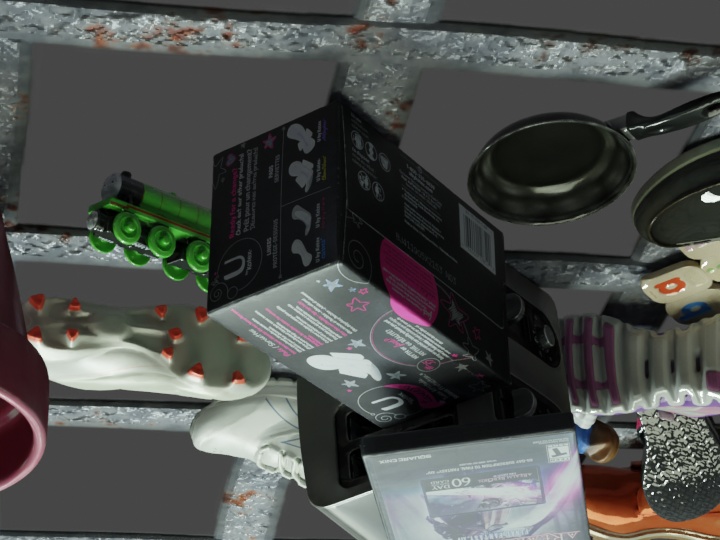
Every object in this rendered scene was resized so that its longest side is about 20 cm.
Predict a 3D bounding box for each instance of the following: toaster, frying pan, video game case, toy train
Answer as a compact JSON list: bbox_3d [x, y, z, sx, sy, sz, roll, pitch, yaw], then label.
[{"bbox_3d":[0.050,0.102,1.479,0.200,0.181,0.119,-22,141,25],"label":"toaster"},{"bbox_3d":[0.148,-0.089,1.323,0.115,0.031,0.190,17,139,-30],"label":"frying pan"},{"bbox_3d":[0.086,0.166,1.402,0.142,0.019,0.200,-8,142,6],"label":"video game case"},{"bbox_3d":[-0.102,-0.016,1.388,0.200,0.057,0.042,23,154,-35],"label":"toy train"}]

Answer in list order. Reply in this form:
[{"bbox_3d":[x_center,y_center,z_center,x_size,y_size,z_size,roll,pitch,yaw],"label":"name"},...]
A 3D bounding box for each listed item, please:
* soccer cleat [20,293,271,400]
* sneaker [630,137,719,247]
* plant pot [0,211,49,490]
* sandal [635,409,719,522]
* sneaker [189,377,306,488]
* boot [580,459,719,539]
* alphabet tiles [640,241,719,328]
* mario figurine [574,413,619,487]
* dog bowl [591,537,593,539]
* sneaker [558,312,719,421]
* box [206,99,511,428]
[{"bbox_3d":[-0.167,0.061,1.500,0.199,0.069,0.078,10,151,-9],"label":"soccer cleat"},{"bbox_3d":[0.279,-0.035,1.350,0.200,0.106,0.075,-19,145,23],"label":"sneaker"},{"bbox_3d":[-0.305,0.037,1.337,0.199,0.179,0.200,-3,147,-2],"label":"plant pot"},{"bbox_3d":[0.259,0.127,1.652,0.075,0.045,0.200,-12,125,8],"label":"sandal"},{"bbox_3d":[-0.037,0.139,1.611,0.199,0.087,0.075,3,148,-8],"label":"sneaker"},{"bbox_3d":[0.261,0.183,1.739,0.199,0.075,0.107,6,133,-13],"label":"boot"},{"bbox_3d":[0.318,-0.002,1.492,0.195,0.015,0.200,-23,143,27],"label":"alphabet tiles"},{"bbox_3d":[0.124,0.150,1.612,0.200,0.124,0.106,16,168,-39],"label":"mario figurine"},{"bbox_3d":[0.126,0.278,1.853,0.199,0.079,0.200,-2,148,-1],"label":"dog bowl"},{"bbox_3d":[0.224,0.081,1.545,0.200,0.081,0.088,-1,161,15],"label":"sneaker"},{"bbox_3d":[0.000,0.000,1.353,0.115,0.132,0.200,-21,143,29],"label":"box"}]
